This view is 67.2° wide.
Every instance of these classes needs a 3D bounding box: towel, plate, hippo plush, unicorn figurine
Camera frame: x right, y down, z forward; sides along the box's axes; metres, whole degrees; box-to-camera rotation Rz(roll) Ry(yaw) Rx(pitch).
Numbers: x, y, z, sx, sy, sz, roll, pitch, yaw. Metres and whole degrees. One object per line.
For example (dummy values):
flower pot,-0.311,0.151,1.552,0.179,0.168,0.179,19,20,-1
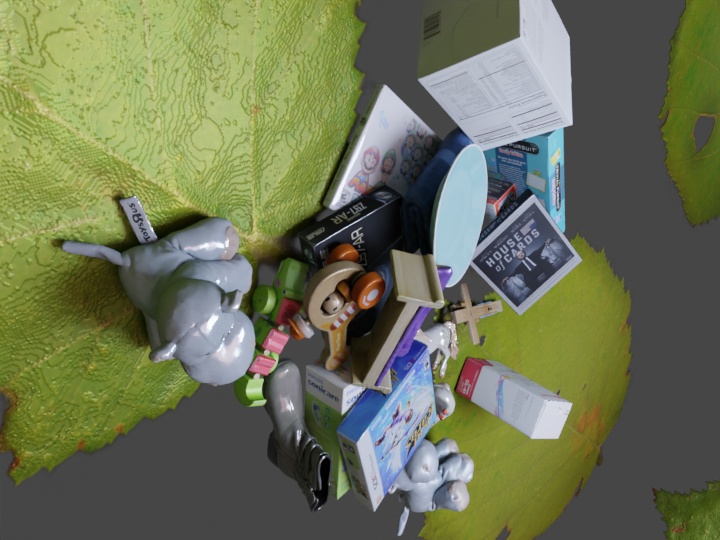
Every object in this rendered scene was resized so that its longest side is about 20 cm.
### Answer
towel,0.125,-0.121,0.818,0.202,0.047,0.114,-54,145,-35
plate,0.139,-0.080,0.786,0.199,0.025,0.207,-36,133,-51
hippo plush,-0.167,0.024,0.574,0.159,0.159,0.203,-42,133,-20
unicorn figurine,0.116,0.145,0.995,0.198,0.072,0.142,-31,130,-51
hippo plush,0.110,0.385,1.070,0.197,0.162,0.161,-30,120,25

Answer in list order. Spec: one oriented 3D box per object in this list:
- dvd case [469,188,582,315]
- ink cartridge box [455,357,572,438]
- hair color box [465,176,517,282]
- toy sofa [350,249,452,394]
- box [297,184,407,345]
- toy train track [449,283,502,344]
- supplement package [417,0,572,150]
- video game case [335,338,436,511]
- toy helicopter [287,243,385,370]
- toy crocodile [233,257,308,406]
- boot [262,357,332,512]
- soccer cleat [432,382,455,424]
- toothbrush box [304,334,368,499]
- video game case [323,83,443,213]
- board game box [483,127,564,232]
dvd case,0.276,-0.024,0.919,0.150,0.025,0.199,-43,127,13
ink cartridge box,0.323,0.268,1.150,0.145,0.198,0.088,18,98,-45
hair color box,0.226,-0.068,0.964,0.064,0.110,0.204,-40,131,-22
toy sofa,0.057,0.077,0.745,0.094,0.085,0.203,12,132,-14
box,0.000,0.000,0.800,0.157,0.043,0.205,-30,133,-25
toy train track,0.229,0.084,1.091,0.197,0.032,0.119,-5,82,-50
supplement package,0.193,-0.299,0.759,0.198,0.147,0.158,27,62,-47
video game case,0.050,0.242,0.856,0.200,0.044,0.186,-45,140,-34
toy helicopter,-0.041,0.073,0.728,0.130,0.079,0.204,-28,143,-26
toy crocodile,-0.120,0.082,0.730,0.067,0.061,0.205,25,90,-47
boot,-0.083,0.238,0.789,0.066,0.129,0.207,-19,121,-36
soccer cleat,0.146,0.241,1.025,0.078,0.068,0.201,-50,166,-19
toothbrush box,-0.015,0.229,0.872,0.144,0.084,0.207,-23,126,-46
video game case,0.049,-0.143,0.818,0.198,0.023,0.187,25,90,-47
board game box,0.277,-0.162,0.940,0.047,0.149,0.205,-36,131,-25
